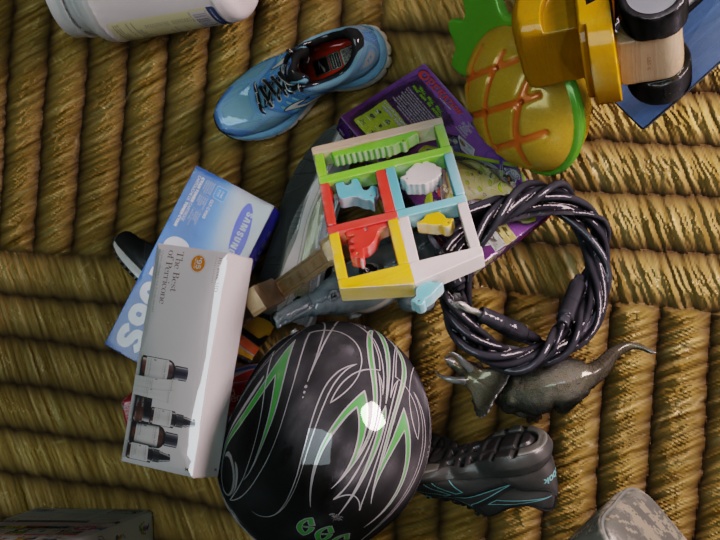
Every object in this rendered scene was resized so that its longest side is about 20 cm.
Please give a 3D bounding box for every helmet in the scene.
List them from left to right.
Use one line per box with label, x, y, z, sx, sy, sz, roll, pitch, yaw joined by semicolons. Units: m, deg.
helmet;-0.026;0.149;1.106;0.200;0.199;0.192;41;111;13

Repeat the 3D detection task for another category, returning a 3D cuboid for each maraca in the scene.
maraca;0.146;-0.181;1.146;0.201;0.106;0.138;57;147;21

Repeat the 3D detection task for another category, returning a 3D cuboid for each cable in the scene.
cable;0.161;0.003;1.108;0.198;0.051;0.165;-18;79;-26

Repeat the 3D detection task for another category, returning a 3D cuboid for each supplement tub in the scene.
supplement tub;-0.215;-0.316;1.242;0.197;0.145;0.148;-5;87;17

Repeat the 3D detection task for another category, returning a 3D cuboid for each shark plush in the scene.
shark plush;0.000;0.000;1.166;0.197;0.083;0.092;-10;77;-20

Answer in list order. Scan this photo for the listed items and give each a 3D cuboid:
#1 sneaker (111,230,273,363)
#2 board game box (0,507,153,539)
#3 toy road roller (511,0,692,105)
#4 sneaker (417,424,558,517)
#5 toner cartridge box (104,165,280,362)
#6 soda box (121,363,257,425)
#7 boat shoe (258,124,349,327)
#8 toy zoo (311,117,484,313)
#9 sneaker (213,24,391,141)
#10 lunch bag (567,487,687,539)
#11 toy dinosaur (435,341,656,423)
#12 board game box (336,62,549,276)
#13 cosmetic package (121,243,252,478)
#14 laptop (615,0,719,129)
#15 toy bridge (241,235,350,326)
sneaker;-0.168;0.007;1.269;0.199;0.070;0.090;38;86;13
board game box;-0.320;0.292;1.235;0.145;0.200;0.066;-4;88;17
toy road roller;0.202;-0.238;1.035;0.143;0.123;0.203;-8;61;13
sneaker;0.099;0.206;1.173;0.197;0.076;0.080;-8;115;31
toner cartridge box;-0.167;0.007;1.211;0.094;0.043;0.202;26;87;9
soda box;-0.142;0.140;1.245;0.197;0.070;0.064;-9;104;16
boat shoe;-0.045;-0.046;1.224;0.064;0.074;0.205;21;82;-24
toy zoo;0.033;-0.047;1.079;0.129;0.021;0.202;-13;52;1
sneaker;-0.070;-0.200;1.223;0.198;0.090;0.079;-27;81;16
lunch bag;0.241;0.331;1.101;0.201;0.139;0.168;49;118;13
toy dinosaur;0.178;0.110;1.136;0.197;0.102;0.078;-3;88;18
board game box;0.082;-0.099;1.173;0.119;0.032;0.201;-35;77;-23
cosmetic package;-0.159;0.081;1.105;0.081;0.051;0.204;7;86;23
laptop;0.270;-0.259;1.107;0.187;0.116;0.201;-41;78;12
toy bridge;-0.092;0.026;1.149;0.199;0.067;0.027;-34;89;16
